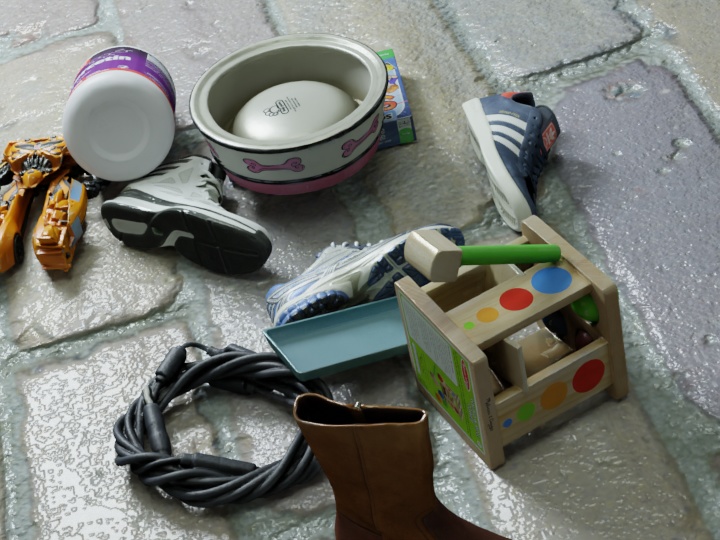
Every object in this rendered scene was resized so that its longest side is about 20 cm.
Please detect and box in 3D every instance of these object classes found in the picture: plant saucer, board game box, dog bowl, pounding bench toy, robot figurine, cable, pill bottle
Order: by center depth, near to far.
[{"bbox_3d":[0.127,0.026,1.351,0.156,0.200,0.124,-27,42,-15],"label":"pounding bench toy"},{"bbox_3d":[-0.117,0.131,1.408,0.200,0.051,0.163,22,49,32],"label":"cable"},{"bbox_3d":[0.017,0.054,1.451,0.200,0.019,0.070,-15,38,-27],"label":"plant saucer"},{"bbox_3d":[-0.066,-0.153,1.652,0.200,0.074,0.200,-6,41,5],"label":"dog bowl"},{"bbox_3d":[-0.333,-0.072,1.697,0.145,0.058,0.200,-6,41,6],"label":"robot figurine"},{"bbox_3d":[-0.248,-0.170,1.723,0.112,0.113,0.200,-14,19,-1],"label":"pill bottle"},{"bbox_3d":[-0.050,-0.165,1.749,0.200,0.035,0.136,-13,40,-1],"label":"board game box"}]

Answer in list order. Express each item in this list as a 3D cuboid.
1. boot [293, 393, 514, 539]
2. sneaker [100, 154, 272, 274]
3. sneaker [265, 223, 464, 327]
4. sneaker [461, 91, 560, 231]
[{"bbox_3d":[0.058,0.166,1.204,0.188,0.200,0.069,10,45,25],"label":"boot"},{"bbox_3d":[-0.150,-0.068,1.631,0.200,0.076,0.115,14,49,32],"label":"sneaker"},{"bbox_3d":[0.000,0.000,1.515,0.200,0.077,0.085,-25,37,-15],"label":"sneaker"},{"bbox_3d":[0.158,-0.116,1.605,0.084,0.075,0.200,-17,40,2],"label":"sneaker"}]
